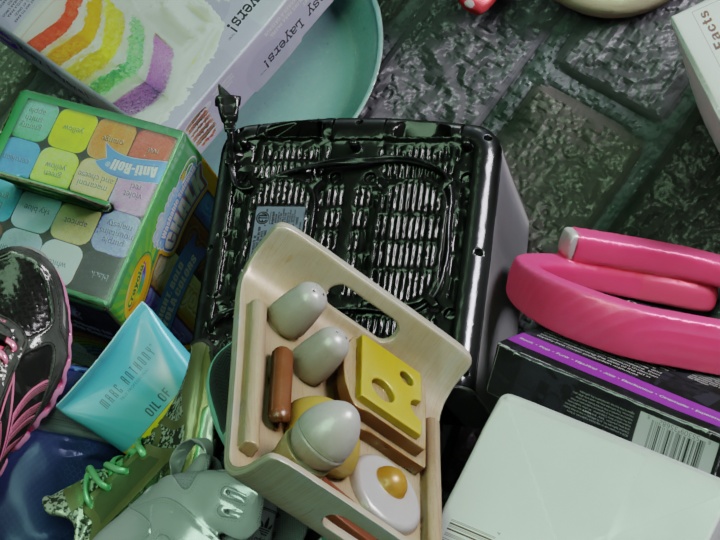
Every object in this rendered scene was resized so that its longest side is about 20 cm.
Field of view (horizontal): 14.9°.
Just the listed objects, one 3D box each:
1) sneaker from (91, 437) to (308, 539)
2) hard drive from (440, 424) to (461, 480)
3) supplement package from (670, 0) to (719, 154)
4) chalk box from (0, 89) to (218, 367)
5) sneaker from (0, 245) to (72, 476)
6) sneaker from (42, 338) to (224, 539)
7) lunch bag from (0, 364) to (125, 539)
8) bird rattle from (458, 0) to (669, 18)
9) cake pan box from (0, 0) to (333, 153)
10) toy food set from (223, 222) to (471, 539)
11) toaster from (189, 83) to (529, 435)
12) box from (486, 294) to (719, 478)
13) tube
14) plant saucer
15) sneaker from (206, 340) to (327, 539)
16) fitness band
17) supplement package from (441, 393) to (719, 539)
[{"bbox_3d":[-0.059,0.173,1.388,0.200,0.075,0.115,39,91,30],"label":"sneaker"},{"bbox_3d":[-0.009,0.094,1.705,0.139,0.033,0.200,13,71,21],"label":"hard drive"},{"bbox_3d":[0.305,-0.125,1.665,0.200,0.117,0.118,-25,62,4],"label":"supplement package"},{"bbox_3d":[-0.165,-0.026,1.708,0.125,0.200,0.124,17,72,21],"label":"chalk box"},{"bbox_3d":[-0.217,0.075,1.522,0.079,0.095,0.200,19,76,4],"label":"sneaker"},{"bbox_3d":[-0.132,0.128,1.538,0.088,0.077,0.200,19,87,0],"label":"sneaker"},{"bbox_3d":[-0.202,0.112,1.664,0.135,0.200,0.133,10,80,0],"label":"lunch bag"},{"bbox_3d":[0.145,-0.235,1.775,0.163,0.113,0.200,40,85,10],"label":"bird rattle"},{"bbox_3d":[-0.122,-0.191,1.815,0.184,0.052,0.200,37,80,24],"label":"cake pan box"},{"bbox_3d":[0.005,0.073,1.434,0.060,0.143,0.200,-43,26,28],"label":"toy food set"},{"bbox_3d":[0.000,0.000,1.658,0.180,0.119,0.201,1,67,16],"label":"toaster"},{"bbox_3d":[0.178,0.064,1.582,0.143,0.200,0.036,22,109,24],"label":"box"},{"bbox_3d":[-0.081,0.111,1.600,0.078,0.200,0.050,-52,20,-14],"label":"tube"},{"bbox_3d":[-0.077,-0.134,1.825,0.199,0.036,0.200,-6,65,14],"label":"plant saucer"},{"bbox_3d":[-0.007,0.135,1.512,0.078,0.140,0.200,-23,63,21],"label":"sneaker"},{"bbox_3d":[0.184,0.020,1.609,0.199,0.144,0.038,9,107,-17],"label":"fitness band"},{"bbox_3d":[0.119,0.208,1.524,0.147,0.200,0.192,22,74,24],"label":"supplement package"}]
